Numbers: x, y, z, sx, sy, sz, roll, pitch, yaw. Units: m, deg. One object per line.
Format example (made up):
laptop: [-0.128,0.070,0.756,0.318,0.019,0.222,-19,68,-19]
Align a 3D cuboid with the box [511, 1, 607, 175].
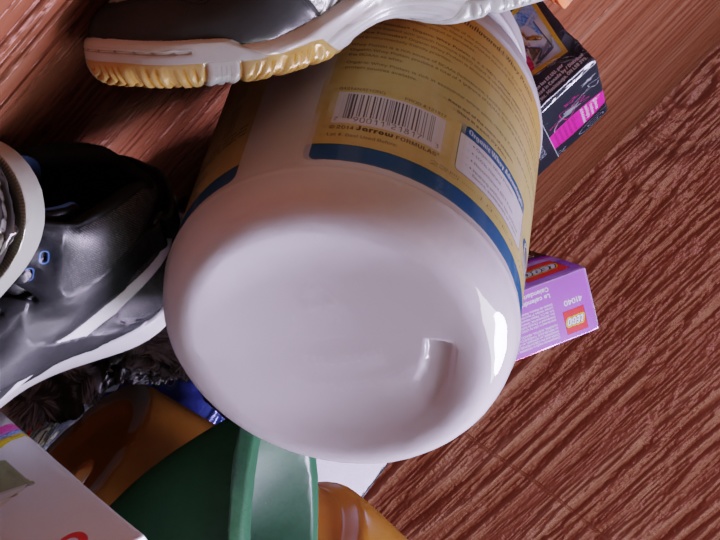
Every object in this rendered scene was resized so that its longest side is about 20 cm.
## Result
box: [0.052,-0.100,0.939,0.132,0.115,0.200,-43,171,6]

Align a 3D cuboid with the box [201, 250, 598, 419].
box: [0.014,0.037,0.928,0.198,0.040,0.137,-20,-166,-16]

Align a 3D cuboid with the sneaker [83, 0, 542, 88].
sneaker: [-0.017,-0.128,0.634,0.198,0.089,0.076,-20,-160,-18]

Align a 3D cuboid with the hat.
hat: [-0.121,0.136,0.773,0.201,0.174,0.167,-76,162,-56]

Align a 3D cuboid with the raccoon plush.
raccoon plush: [-0.119,0.011,0.916,0.198,0.098,0.134,-16,-173,3]

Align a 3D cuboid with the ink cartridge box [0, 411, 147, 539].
ink cartridge box: [-0.178,0.135,0.678,0.144,0.199,0.085,-34,127,-23]

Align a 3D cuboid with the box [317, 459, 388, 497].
box: [-0.042,0.070,1.097,0.142,0.079,0.199,-53,-151,-14]

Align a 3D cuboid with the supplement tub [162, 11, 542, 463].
supplement tub: [0.004,-0.035,0.714,0.145,0.144,0.201,-48,-162,38]

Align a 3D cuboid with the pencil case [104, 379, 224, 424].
pencil case: [-0.071,0.034,1.015,0.200,0.078,0.087,-50,-155,-7]

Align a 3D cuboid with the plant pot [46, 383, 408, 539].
plant pot: [-0.096,0.168,0.913,0.200,0.183,0.201,-38,-160,16]

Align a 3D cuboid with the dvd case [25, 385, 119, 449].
dvd case: [-0.174,0.066,1.031,0.146,0.022,0.200,-39,170,-31]

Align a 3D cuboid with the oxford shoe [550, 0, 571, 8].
oxford shoe: [0.101,-0.190,0.865,0.073,0.071,0.200,-49,172,6]

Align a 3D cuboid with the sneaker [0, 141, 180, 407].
sneaker: [-0.163,0.011,0.658,0.199,0.073,0.112,-32,152,-23]

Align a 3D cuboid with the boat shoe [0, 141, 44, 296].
boat shoe: [-0.192,0.035,0.590,0.202,0.072,0.060,-52,166,15]
